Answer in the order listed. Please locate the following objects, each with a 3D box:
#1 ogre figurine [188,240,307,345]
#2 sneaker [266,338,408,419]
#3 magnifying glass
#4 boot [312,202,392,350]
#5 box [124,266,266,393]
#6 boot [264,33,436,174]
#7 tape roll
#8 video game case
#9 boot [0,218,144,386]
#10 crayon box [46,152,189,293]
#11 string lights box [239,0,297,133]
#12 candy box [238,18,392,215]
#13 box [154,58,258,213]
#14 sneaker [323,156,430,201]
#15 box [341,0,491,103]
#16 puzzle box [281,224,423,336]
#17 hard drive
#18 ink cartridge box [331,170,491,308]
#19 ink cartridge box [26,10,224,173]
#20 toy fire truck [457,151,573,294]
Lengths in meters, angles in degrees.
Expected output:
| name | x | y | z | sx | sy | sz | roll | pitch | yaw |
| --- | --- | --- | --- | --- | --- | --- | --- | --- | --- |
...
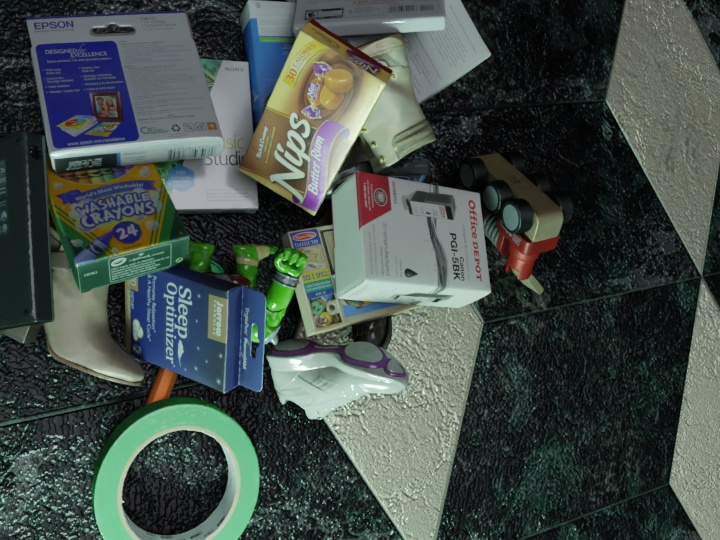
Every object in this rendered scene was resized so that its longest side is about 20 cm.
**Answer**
| name | x | y | z | sx | sy | sz | roll | pitch | yaw |
| --- | --- | --- | --- | --- | --- | --- | --- | --- | --- |
| ogre figurine | -0.170 | 0.027 | 0.850 | 0.195 | 0.098 | 0.123 | 3 | 94 | -16 |
| sneaker | -0.027 | 0.145 | 0.897 | 0.075 | 0.196 | 0.102 | -31 | 121 | -59 |
| magnifying glass | -0.228 | 0.081 | 0.888 | 0.078 | 0.022 | 0.204 | 23 | 74 | -20 |
| boot | -0.029 | 0.029 | 0.958 | 0.172 | 0.069 | 0.203 | 33 | 63 | -17 |
| box | -0.196 | 0.062 | 0.800 | 0.032 | 0.196 | 0.124 | -22 | 122 | -58 |
| boot | -0.012 | -0.197 | 0.898 | 0.196 | 0.072 | 0.157 | -23 | 101 | -1 |
| tape roll | -0.223 | 0.261 | 0.846 | 0.196 | 0.048 | 0.206 | 0 | 91 | -24 |
| video game case | 0.013 | -0.377 | 0.929 | 0.195 | 0.024 | 0.185 | -2 | 52 | 5 |
| boot | -0.324 | 0.031 | 0.812 | 0.197 | 0.070 | 0.149 | 24 | 88 | -10 |
| crayon box | -0.291 | -0.081 | 0.797 | 0.124 | 0.052 | 0.202 | -17 | 58 | -28 |
| string lights box | -0.102 | -0.260 | 0.952 | 0.101 | 0.059 | 0.205 | -5 | 87 | -23 |
| candy box | -0.058 | -0.181 | 0.840 | 0.115 | 0.201 | 0.057 | 30 | 33 | -6 |
| box | -0.211 | -0.177 | 0.909 | 0.141 | 0.036 | 0.205 | -3 | 85 | -24 |
| sneaker | 0.025 | -0.111 | 0.979 | 0.196 | 0.073 | 0.084 | -11 | 91 | -30 |
| box | 0.062 | -0.317 | 1.004 | 0.199 | 0.106 | 0.154 | -36 | 98 | -22 |
| puzzle box | 0.000 | 0.000 | 0.928 | 0.197 | 0.025 | 0.136 | -12 | 80 | -32 |
| hard drive | -0.399 | -0.037 | 0.761 | 0.033 | 0.137 | 0.205 | 6 | 77 | -62 |
| ink cartridge box | 0.068 | -0.037 | 0.914 | 0.196 | 0.083 | 0.150 | 5 | 71 | -28 |
| ink cartridge box | -0.283 | -0.219 | 0.830 | 0.194 | 0.047 | 0.203 | -11 | 64 | -22 |
| toy fire truck | 0.227 | -0.056 | 1.047 | 0.126 | 0.177 | 0.203 | -13 | 132 | -24 |
